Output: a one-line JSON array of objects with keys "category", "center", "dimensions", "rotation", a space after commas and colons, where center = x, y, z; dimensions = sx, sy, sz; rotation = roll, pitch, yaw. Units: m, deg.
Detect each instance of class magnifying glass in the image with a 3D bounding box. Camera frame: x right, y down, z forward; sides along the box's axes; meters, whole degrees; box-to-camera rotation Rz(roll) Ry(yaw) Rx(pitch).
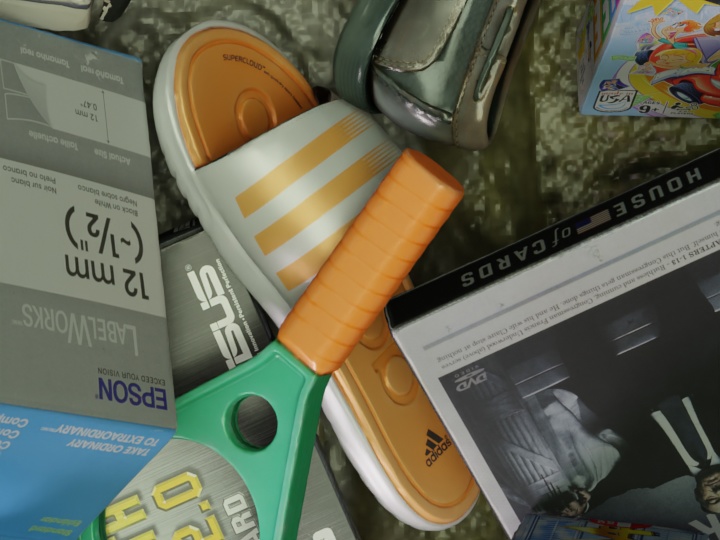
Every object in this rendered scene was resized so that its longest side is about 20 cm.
[{"category": "magnifying glass", "center": [-0.031, 0.045, 0.899], "dimensions": [0.080, 0.022, 0.200], "rotation": [40, 105, 14]}]

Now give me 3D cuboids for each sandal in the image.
[{"category": "sandal", "center": [0.004, -0.004, 0.939], "dimensions": [0.059, 0.079, 0.207], "rotation": [-17, 110, 42]}]

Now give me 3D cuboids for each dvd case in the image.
[{"category": "dvd case", "center": [0.117, 0.059, 0.939], "dimensions": [0.150, 0.025, 0.200], "rotation": [-25, 120, 9]}]

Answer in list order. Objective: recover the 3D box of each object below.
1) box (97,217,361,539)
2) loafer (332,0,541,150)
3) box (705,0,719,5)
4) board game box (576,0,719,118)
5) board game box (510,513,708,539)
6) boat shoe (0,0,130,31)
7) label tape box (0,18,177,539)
[{"category": "box", "center": [-0.083, 0.100, 0.965], "dimensions": [0.158, 0.048, 0.201], "rotation": [-23, 98, -1]}, {"category": "loafer", "center": [0.069, -0.130, 0.920], "dimensions": [0.063, 0.072, 0.200], "rotation": [31, 85, 22]}, {"category": "box", "center": [0.218, -0.148, 0.844], "dimensions": [0.199, 0.050, 0.199], "rotation": [19, 64, 6]}, {"category": "board game box", "center": [0.183, -0.092, 0.915], "dimensions": [0.199, 0.135, 0.034], "rotation": [1, 70, -4]}, {"category": "board game box", "center": [0.144, 0.154, 0.900], "dimensions": [0.199, 0.062, 0.201], "rotation": [-28, 93, 12]}, {"category": "boat shoe", "center": [-0.166, -0.138, 0.853], "dimensions": [0.199, 0.093, 0.075], "rotation": [5, 56, -9]}, {"category": "label tape box", "center": [-0.130, 0.018, 0.849], "dimensions": [0.066, 0.143, 0.201], "rotation": [-23, 67, 36]}]
